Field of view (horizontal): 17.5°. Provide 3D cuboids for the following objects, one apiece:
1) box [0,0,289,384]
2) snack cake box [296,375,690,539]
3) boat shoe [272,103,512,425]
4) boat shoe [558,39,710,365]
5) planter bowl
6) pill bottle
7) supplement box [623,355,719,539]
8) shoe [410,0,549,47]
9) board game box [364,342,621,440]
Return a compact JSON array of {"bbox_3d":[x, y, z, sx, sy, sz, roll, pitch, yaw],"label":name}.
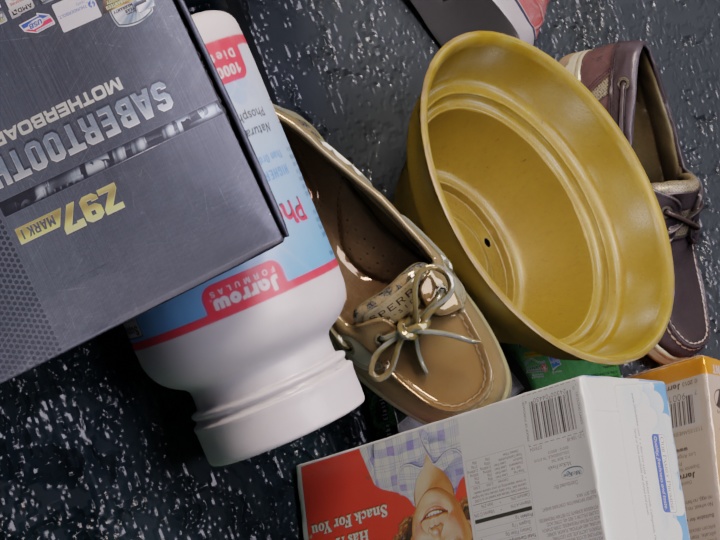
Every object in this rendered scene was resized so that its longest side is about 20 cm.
[{"bbox_3d":[-0.152,-0.042,1.024,0.199,0.051,0.159,-26,95,-13],"label":"box"},{"bbox_3d":[0.062,0.131,1.141,0.067,0.199,0.116,6,71,-45],"label":"snack cake box"},{"bbox_3d":[0.000,0.000,1.185,0.073,0.063,0.200,-42,83,-4],"label":"boat shoe"},{"bbox_3d":[0.176,-0.043,1.424,0.072,0.065,0.202,-13,86,-49],"label":"boat shoe"},{"bbox_3d":[0.078,-0.024,1.292,0.200,0.083,0.202,28,46,-33],"label":"planter bowl"},{"bbox_3d":[-0.073,-0.014,1.124,0.108,0.108,0.201,-26,94,-47],"label":"pill bottle"},{"bbox_3d":[0.227,0.161,1.393,0.125,0.073,0.202,11,68,-42],"label":"supplement box"},{"bbox_3d":[0.048,-0.214,1.358,0.201,0.071,0.091,54,43,-24],"label":"shoe"},{"bbox_3d":[0.084,0.088,1.311,0.199,0.023,0.106,-4,76,-46],"label":"board game box"}]
